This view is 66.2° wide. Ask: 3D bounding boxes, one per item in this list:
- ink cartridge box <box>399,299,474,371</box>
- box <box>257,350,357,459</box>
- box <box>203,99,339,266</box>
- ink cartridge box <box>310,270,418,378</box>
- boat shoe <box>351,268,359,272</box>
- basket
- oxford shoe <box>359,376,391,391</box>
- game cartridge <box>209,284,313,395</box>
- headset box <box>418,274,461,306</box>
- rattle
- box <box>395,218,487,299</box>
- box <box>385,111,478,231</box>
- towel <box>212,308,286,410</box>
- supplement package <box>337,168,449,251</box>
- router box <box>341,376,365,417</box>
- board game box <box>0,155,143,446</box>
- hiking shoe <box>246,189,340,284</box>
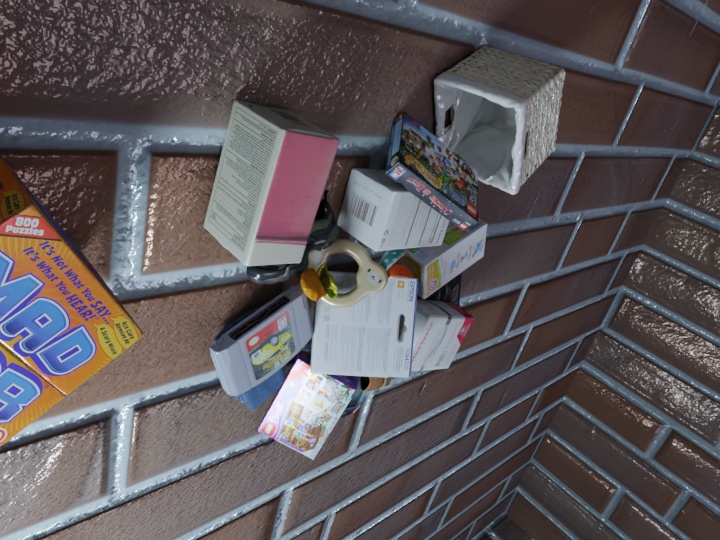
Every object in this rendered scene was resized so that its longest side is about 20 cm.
[{"bbox_3d":[0.152,0.147,1.261,0.199,0.083,0.147,8,113,-49],"label":"ink cartridge box"},{"bbox_3d":[-0.110,0.281,1.144,0.201,0.136,0.039,-59,-174,20],"label":"box"},{"bbox_3d":[-0.133,-0.125,0.807,0.108,0.127,0.202,-4,123,-47],"label":"box"},{"bbox_3d":[0.006,0.104,1.074,0.197,0.043,0.200,4,94,-7],"label":"ink cartridge box"},{"bbox_3d":[-0.023,0.076,1.124,0.202,0.084,0.069,-59,167,3],"label":"boat shoe"},{"bbox_3d":[0.263,-0.294,1.068,0.161,0.199,0.200,-41,143,-25],"label":"basket"},{"bbox_3d":[0.025,0.172,1.165,0.071,0.071,0.203,-17,118,-30],"label":"oxford shoe"},{"bbox_3d":[-0.166,0.127,0.975,0.199,0.041,0.134,-37,144,-30],"label":"game cartridge"},{"bbox_3d":[0.170,0.058,1.343,0.148,0.075,0.202,-33,139,-26],"label":"headset box"},{"bbox_3d":[0.000,0.000,0.981,0.143,0.197,0.132,90,2,-74],"label":"rattle"},{"bbox_3d":[0.173,-0.047,1.229,0.199,0.112,0.102,-33,141,-26],"label":"box"},{"bbox_3d":[0.135,-0.179,1.004,0.199,0.138,0.038,31,138,-27],"label":"box"},{"bbox_3d":[-0.201,0.165,1.031,0.111,0.048,0.202,-37,140,-29],"label":"towel"},{"bbox_3d":[0.074,-0.118,1.056,0.198,0.116,0.119,-7,122,-46],"label":"supplement package"},{"bbox_3d":[-0.065,0.266,1.255,0.198,0.062,0.152,-5,121,-47],"label":"router box"},{"bbox_3d":[-0.393,0.021,0.567,0.199,0.199,0.201,-40,142,-19],"label":"board game box"},{"bbox_3d":[-0.121,-0.059,0.933,0.200,0.075,0.102,-40,135,-33],"label":"hiking shoe"}]
